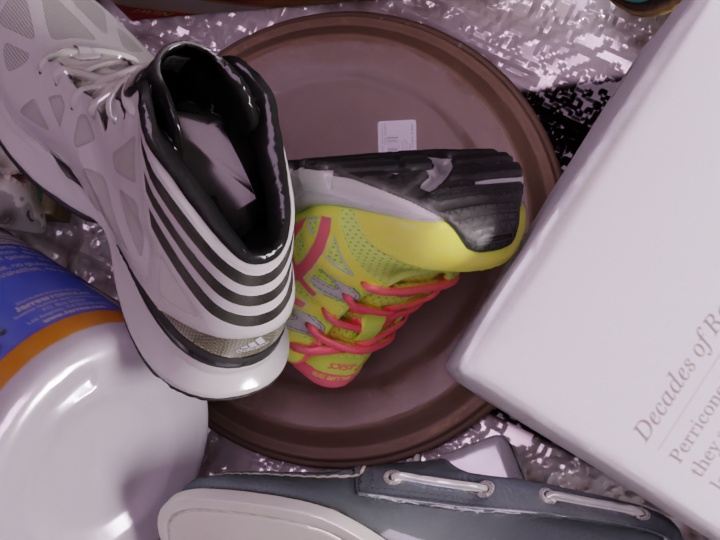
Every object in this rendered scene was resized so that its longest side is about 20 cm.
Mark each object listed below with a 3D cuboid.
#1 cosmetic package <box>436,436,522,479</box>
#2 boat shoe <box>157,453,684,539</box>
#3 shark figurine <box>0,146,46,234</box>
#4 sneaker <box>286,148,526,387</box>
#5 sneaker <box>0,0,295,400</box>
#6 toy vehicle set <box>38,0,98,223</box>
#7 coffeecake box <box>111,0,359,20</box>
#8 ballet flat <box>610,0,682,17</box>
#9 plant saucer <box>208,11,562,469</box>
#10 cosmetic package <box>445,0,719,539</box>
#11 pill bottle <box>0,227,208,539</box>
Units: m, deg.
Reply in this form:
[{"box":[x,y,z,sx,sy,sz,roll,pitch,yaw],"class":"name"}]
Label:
[{"box":[-0.017,0.148,0.800,0.199,0.074,0.102,-19,79,3],"class":"cosmetic package"},{"box":[0.025,0.104,0.738,0.199,0.073,0.062,9,39,16],"class":"boat shoe"},{"box":[-0.205,-0.114,0.804,0.089,0.128,0.215,-26,67,21],"class":"shark figurine"},{"box":[0.000,0.000,0.759,0.078,0.200,0.091,-4,92,-28],"class":"sneaker"},{"box":[-0.074,-0.062,0.719,0.076,0.115,0.201,-19,59,-29],"class":"sneaker"},{"box":[-0.180,-0.126,0.894,0.124,0.027,0.201,5,83,10],"class":"toy vehicle set"},{"box":[-0.019,-0.161,0.809,0.199,0.154,0.073,-3,82,9],"class":"coffeecake box"},{"box":[0.140,-0.128,0.778,0.063,0.200,0.069,5,103,-13],"class":"ballet flat"},{"box":[-0.010,-0.016,0.852,0.199,0.029,0.201,-1,81,9],"class":"plant saucer"},{"box":[0.158,0.021,0.736,0.200,0.167,0.167,33,89,2],"class":"cosmetic package"},{"box":[-0.163,0.037,0.798,0.200,0.112,0.112,28,87,39],"class":"pill bottle"}]
